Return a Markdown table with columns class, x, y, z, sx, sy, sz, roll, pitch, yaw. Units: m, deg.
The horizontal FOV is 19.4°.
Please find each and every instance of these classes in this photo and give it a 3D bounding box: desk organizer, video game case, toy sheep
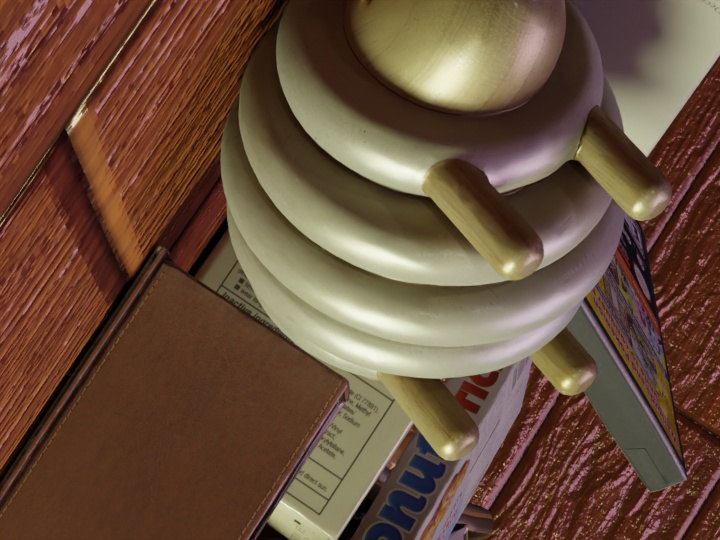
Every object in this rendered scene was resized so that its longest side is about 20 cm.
| class | x | y | z | sx | sy | sz | roll | pitch | yaw |
| --- | --- | --- | --- | --- | --- | --- | --- | --- | --- |
| desk organizer | -0.088 | 0.099 | 0.700 | 0.201 | 0.077 | 0.072 | -57 | 176 | -6 |
| video game case | 0.102 | -0.021 | 1.024 | 0.025 | 0.200 | 0.181 | -21 | -141 | 17 |
| toy sheep | 0.020 | -0.024 | 0.644 | 0.138 | 0.137 | 0.200 | -54 | 168 | -41 |

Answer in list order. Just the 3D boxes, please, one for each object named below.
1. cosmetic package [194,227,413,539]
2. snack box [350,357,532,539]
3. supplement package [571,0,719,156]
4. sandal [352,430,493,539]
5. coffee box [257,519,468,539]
| class | x | y | z | sx | sy | sz | roll | pitch | yaw |
| --- | --- | --- | --- | --- | --- | --- | --- | --- | --- |
| cosmetic package | 0.000 | 0.000 | 0.828 | 0.200 | 0.105 | 0.071 | -55 | 178 | -14 |
| snack box | 0.016 | 0.105 | 0.818 | 0.200 | 0.024 | 0.072 | -57 | 165 | -33 |
| supplement package | 0.088 | -0.132 | 0.710 | 0.122 | 0.119 | 0.200 | -57 | 177 | -24 |
| sandal | -0.009 | 0.085 | 0.979 | 0.080 | 0.199 | 0.054 | -11 | -121 | 48 |
| coffee box | -0.048 | 0.164 | 0.890 | 0.200 | 0.114 | 0.080 | -11 | 98 | -55 |
